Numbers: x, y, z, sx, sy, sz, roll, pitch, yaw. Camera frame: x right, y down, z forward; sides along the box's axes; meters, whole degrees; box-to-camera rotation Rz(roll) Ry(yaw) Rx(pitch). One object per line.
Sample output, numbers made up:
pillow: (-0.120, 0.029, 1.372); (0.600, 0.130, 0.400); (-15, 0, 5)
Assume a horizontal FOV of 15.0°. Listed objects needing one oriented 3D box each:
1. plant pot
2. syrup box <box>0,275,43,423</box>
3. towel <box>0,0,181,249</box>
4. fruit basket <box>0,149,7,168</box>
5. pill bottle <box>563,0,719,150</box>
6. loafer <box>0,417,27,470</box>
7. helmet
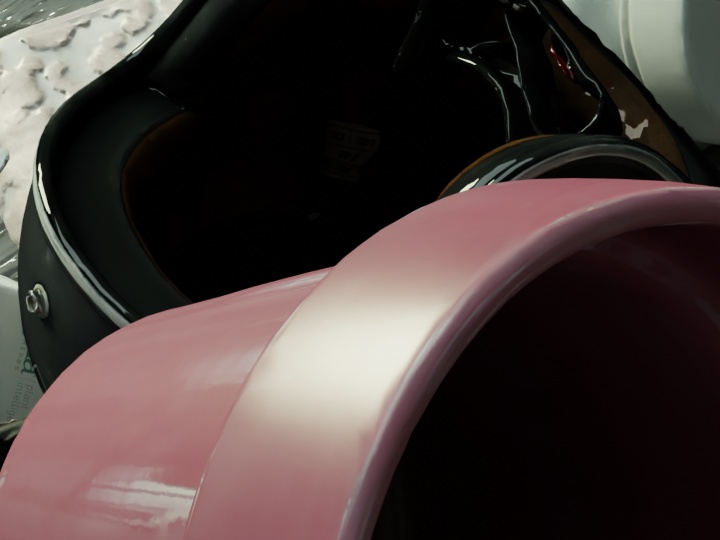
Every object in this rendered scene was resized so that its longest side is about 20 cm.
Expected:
plant pot: (0.012, 0.077, 0.625); (0.200, 0.200, 0.179); (-39, 26, -31)
syrup box: (-0.207, 0.020, 0.974); (0.081, 0.200, 0.079); (16, 89, 59)
towel: (-0.031, -0.032, 0.982); (0.191, 0.032, 0.200); (-24, 60, -5)
fruit basket: (-0.223, 0.024, 0.817); (0.185, 0.094, 0.200); (16, 57, 31)
pill bottle: (0.088, -0.100, 1.053); (0.113, 0.113, 0.200); (-38, 25, -29)
loafer: (-0.130, 0.080, 0.882); (0.200, 0.073, 0.071); (-9, 9, -19)
helmet: (0.000, 0.000, 0.814); (0.191, 0.200, 0.200); (-43, 20, 11)
